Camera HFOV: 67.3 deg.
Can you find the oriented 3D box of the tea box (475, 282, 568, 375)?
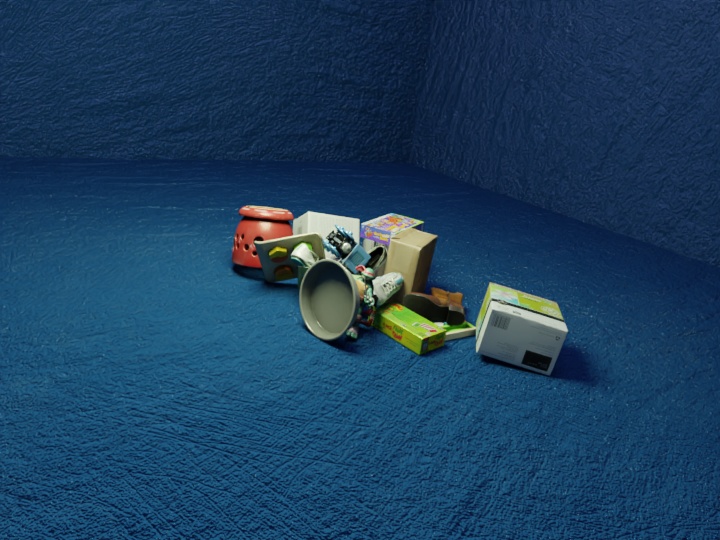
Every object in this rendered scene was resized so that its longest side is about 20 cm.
[{"bbox_3d":[0.419,0.149,1.434,0.196,0.136,0.197,17,20,5],"label":"tea box"}]

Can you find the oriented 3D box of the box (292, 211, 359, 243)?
[{"bbox_3d":[-0.122,-0.127,1.896,0.196,0.109,0.151,6,-10,-28],"label":"box"}]

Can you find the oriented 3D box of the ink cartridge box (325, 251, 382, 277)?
[{"bbox_3d":[-0.031,-0.008,1.739,0.196,0.086,0.146,12,21,10],"label":"ink cartridge box"}]

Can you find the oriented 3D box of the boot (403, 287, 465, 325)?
[{"bbox_3d":[0.218,0.080,1.591,0.184,0.070,0.200,10,19,4],"label":"boot"}]

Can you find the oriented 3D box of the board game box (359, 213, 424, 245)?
[{"bbox_3d":[0.107,-0.137,1.791,0.132,0.046,0.199,18,24,28],"label":"board game box"}]

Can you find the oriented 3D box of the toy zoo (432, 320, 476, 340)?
[{"bbox_3d":[0.224,0.140,1.563,0.129,0.021,0.199,-5,25,-32],"label":"toy zoo"}]

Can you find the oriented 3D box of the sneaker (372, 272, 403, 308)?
[{"bbox_3d":[0.074,0.041,1.511,0.086,0.076,0.200,-26,7,20],"label":"sneaker"}]

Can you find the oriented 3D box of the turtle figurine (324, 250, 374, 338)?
[{"bbox_3d":[-0.011,0.063,1.394,0.149,0.203,0.100,31,13,36],"label":"turtle figurine"}]

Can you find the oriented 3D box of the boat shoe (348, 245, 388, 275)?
[{"bbox_3d":[0.000,0.000,1.610,0.071,0.200,0.064,43,0,12],"label":"boat shoe"}]

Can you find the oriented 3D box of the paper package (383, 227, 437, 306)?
[{"bbox_3d":[0.149,-0.011,1.677,0.102,0.204,0.190,17,21,19],"label":"paper package"}]

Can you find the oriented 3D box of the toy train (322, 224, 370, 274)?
[{"bbox_3d":[-0.046,-0.063,1.569,0.114,0.087,0.200,47,-3,-19],"label":"toy train"}]

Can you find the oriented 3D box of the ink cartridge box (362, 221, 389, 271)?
[{"bbox_3d":[0.076,-0.073,1.885,0.083,0.149,0.200,0,21,-18],"label":"ink cartridge box"}]

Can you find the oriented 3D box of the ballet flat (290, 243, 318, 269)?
[{"bbox_3d":[-0.131,-0.004,1.568,0.068,0.201,0.070,-16,48,18],"label":"ballet flat"}]

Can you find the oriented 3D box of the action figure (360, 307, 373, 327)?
[{"bbox_3d":[-0.061,0.103,1.482,0.196,0.066,0.052,12,37,15],"label":"action figure"}]

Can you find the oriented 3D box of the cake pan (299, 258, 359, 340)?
[{"bbox_3d":[-0.076,0.073,1.368,0.198,0.204,0.036,25,16,38],"label":"cake pan"}]

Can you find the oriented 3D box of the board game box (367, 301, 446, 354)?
[{"bbox_3d":[0.122,0.151,1.454,0.100,0.049,0.198,-10,28,-42],"label":"board game box"}]

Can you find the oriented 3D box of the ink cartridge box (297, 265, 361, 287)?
[{"bbox_3d":[-0.085,0.055,1.526,0.195,0.105,0.060,9,54,-1],"label":"ink cartridge box"}]

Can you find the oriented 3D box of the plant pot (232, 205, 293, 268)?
[{"bbox_3d":[-0.303,-0.107,1.720,0.196,0.187,0.201,7,9,-1],"label":"plant pot"}]

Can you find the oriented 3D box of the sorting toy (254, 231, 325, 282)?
[{"bbox_3d":[-0.200,-0.031,1.594,0.195,0.187,0.037,-7,52,-1],"label":"sorting toy"}]
